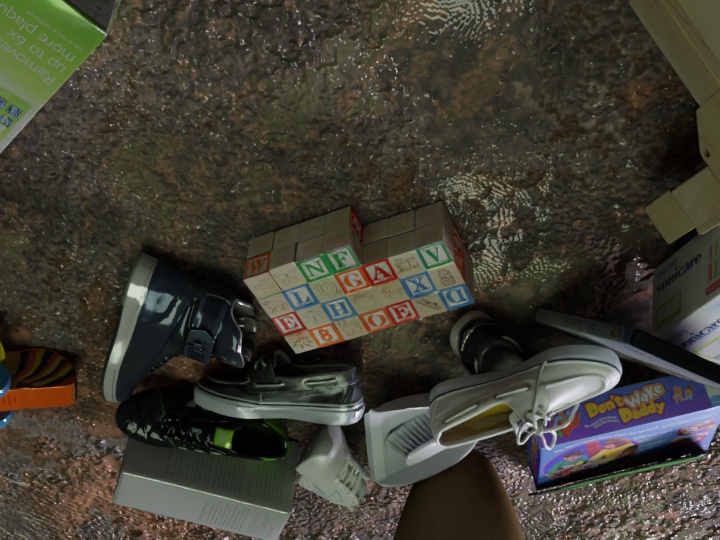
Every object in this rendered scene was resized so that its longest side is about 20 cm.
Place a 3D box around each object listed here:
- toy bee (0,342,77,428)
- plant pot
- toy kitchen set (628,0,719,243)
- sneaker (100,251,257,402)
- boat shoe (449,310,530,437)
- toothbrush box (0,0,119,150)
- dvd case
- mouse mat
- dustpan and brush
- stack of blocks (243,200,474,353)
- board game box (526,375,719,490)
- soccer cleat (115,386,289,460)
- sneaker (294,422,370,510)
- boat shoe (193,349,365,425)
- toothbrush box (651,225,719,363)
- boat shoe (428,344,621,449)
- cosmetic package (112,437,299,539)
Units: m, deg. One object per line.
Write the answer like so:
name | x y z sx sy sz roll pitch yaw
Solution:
toy bee | -0.415 0.111 1.192 0.198 0.109 0.132 6 131 -37
plant pot | 0.115 0.314 1.261 0.183 0.202 0.188 3 134 3
toy kitchen set | 0.309 -0.157 0.906 0.162 0.182 0.200 -32 173 -15
sneaker | -0.189 0.085 1.151 0.144 0.077 0.203 18 131 -10
boat shoe | 0.165 0.124 1.162 0.074 0.060 0.201 -37 124 -5
toothbrush box | -0.307 -0.196 0.878 0.145 0.087 0.199 37 127 -27
dvd case | 0.271 0.078 1.059 0.141 0.200 0.018 23 87 -17
mouse mat | 0.294 0.231 1.238 0.198 0.008 0.161 -18 165 15
dustpan and brush | 0.107 0.179 1.228 0.198 0.057 0.141 -23 137 -16
stack of blocks | 0.000 0.000 1.070 0.198 0.059 0.116 -17 130 19
board game box | 0.279 0.171 1.169 0.197 0.045 0.135 -13 150 0
soccer cleat | -0.172 0.174 1.221 0.197 0.081 0.069 11 92 -16
sneaker | -0.025 0.220 1.227 0.080 0.071 0.201 32 163 11
boat shoe | -0.088 0.119 1.189 0.197 0.072 0.072 2 103 16
toothbrush box | 0.396 0.032 1.028 0.197 0.087 0.146 17 152 -11
boat shoe | 0.161 0.137 1.074 0.199 0.087 0.075 -14 132 15
cosmetic package | -0.178 0.236 1.277 0.197 0.102 0.072 17 133 -11
